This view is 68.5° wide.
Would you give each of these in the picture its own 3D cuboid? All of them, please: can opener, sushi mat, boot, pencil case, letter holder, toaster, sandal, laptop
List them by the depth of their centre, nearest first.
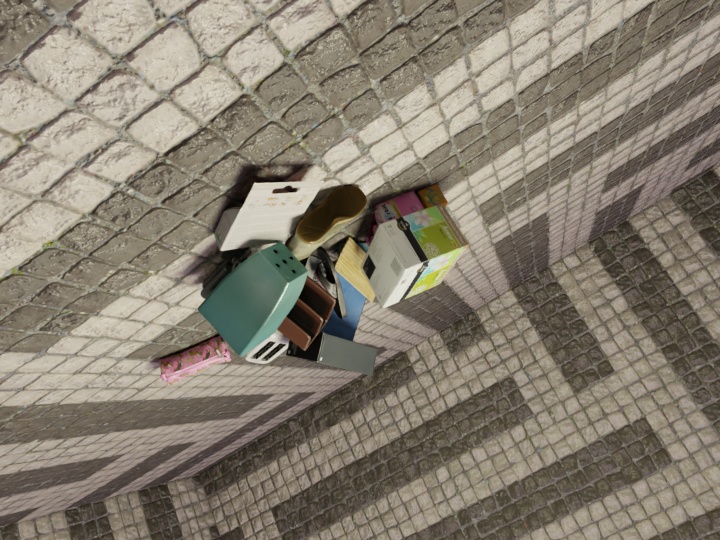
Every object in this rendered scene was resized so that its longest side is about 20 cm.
[{"bbox_3d":[-0.298,-0.010,1.159,0.066,0.053,0.200,28,127,-25],"label":"can opener"},{"bbox_3d":[-0.084,-0.100,1.168,0.200,0.072,0.154,-41,-179,-32],"label":"boot"},{"bbox_3d":[-0.170,0.069,1.249,0.101,0.199,0.143,-51,174,-32],"label":"letter holder"},{"bbox_3d":[-0.081,0.039,1.360,0.047,0.204,0.075,-23,-158,-20],"label":"sandal"},{"bbox_3d":[-0.080,0.079,1.418,0.200,0.114,0.191,24,83,-65],"label":"laptop"},{"bbox_3d":[0.000,0.000,1.432,0.200,0.012,0.097,43,69,-45],"label":"sushi mat"},{"bbox_3d":[-0.268,0.170,1.477,0.199,0.131,0.113,-39,140,28],"label":"toaster"},{"bbox_3d":[-0.475,0.259,1.517,0.197,0.084,0.087,-21,160,-18],"label":"pencil case"}]

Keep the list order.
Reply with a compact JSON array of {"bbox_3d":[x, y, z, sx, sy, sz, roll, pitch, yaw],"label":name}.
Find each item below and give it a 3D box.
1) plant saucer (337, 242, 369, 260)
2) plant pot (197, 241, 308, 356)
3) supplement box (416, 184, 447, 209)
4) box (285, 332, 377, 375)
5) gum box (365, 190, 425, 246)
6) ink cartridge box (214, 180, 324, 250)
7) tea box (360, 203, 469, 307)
[{"bbox_3d":[0.008,-0.043,1.465,0.019,0.071,0.198,10,-169,42],"label":"plant saucer"},{"bbox_3d":[-0.212,0.046,1.124,0.200,0.141,0.141,-47,175,27],"label":"plant pot"},{"bbox_3d":[0.174,-0.144,1.423,0.068,0.067,0.201,-23,160,-13],"label":"supplement box"},{"bbox_3d":[-0.074,0.216,1.401,0.198,0.080,0.140,23,167,-41],"label":"box"},{"bbox_3d":[0.086,-0.111,1.382,0.112,0.067,0.201,-23,159,-17],"label":"gum box"},{"bbox_3d":[-0.181,-0.121,1.032,0.159,0.051,0.200,-11,151,-40],"label":"ink cartridge box"},{"bbox_3d":[0.129,-0.036,1.320,0.194,0.135,0.201,-22,158,-25],"label":"tea box"}]
